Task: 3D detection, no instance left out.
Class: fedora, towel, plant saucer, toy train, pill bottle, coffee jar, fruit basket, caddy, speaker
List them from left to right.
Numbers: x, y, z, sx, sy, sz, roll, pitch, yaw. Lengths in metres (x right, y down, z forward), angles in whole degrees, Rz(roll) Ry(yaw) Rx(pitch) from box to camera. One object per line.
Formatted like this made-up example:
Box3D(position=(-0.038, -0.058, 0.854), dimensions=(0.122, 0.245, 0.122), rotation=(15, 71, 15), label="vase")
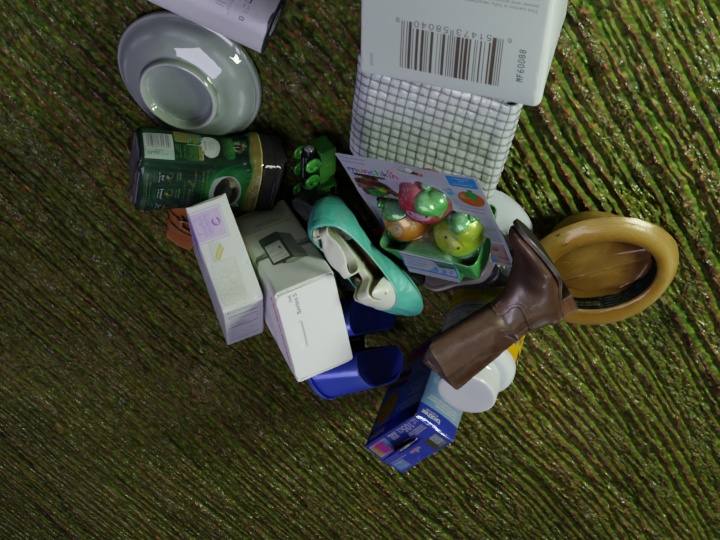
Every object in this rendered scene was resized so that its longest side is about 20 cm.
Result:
Box3D(position=(-0.227, -0.236, 1.572), dimensions=(0.198, 0.050, 0.201), rotation=(13, 139, 11), label="plant saucer")
Box3D(position=(-0.189, -0.332, 1.431), dimensions=(0.199, 0.082, 0.081), rotation=(24, 139, -2), label="speaker")
Box3D(position=(-0.198, -0.130, 1.593), dimensions=(0.198, 0.086, 0.105), rotation=(1, 137, -18), label="coffee jar")
Box3D(position=(-0.060, -0.100, 1.638), dimensions=(0.042, 0.056, 0.201), rotation=(50, 154, 29), label="toy train")
Box3D(position=(-0.022, 0.106, 1.745), dimensions=(0.104, 0.200, 0.143), rotation=(-12, 86, 25), label="caddy")
Box3D(position=(0.077, -0.065, 1.447), dimensions=(0.184, 0.094, 0.200), rotation=(13, 163, 27), label="fruit basket")
Box3D(position=(0.091, -0.190, 1.460), dimensions=(0.198, 0.086, 0.166), rotation=(17, 137, 8), label="towel")
Box3D(position=(0.163, 0.087, 1.629), dimensions=(0.108, 0.201, 0.110), rotation=(12, 139, 11), label="pill bottle")
Box3D(position=(0.295, -0.018, 1.537), dimensions=(0.198, 0.082, 0.202), rotation=(0, 136, 0), label="fedora")

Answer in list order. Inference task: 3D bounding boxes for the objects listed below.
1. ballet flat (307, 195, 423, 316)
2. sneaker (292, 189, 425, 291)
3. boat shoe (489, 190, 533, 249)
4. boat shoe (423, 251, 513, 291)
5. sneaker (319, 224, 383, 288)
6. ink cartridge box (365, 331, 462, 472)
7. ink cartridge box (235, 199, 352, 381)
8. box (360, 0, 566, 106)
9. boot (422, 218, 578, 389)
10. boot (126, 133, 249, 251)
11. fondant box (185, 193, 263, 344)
Box3D(position=(0.000, 0.000, 1.513), dimensions=(0.067, 0.071, 0.200), rotation=(-23, 115, 40), label="ballet flat")
Box3D(position=(-0.015, -0.023, 1.581), dimensions=(0.200, 0.076, 0.091), rotation=(40, 117, -2), label="sneaker")
Box3D(position=(0.127, -0.083, 1.578), dimensions=(0.199, 0.069, 0.057), rotation=(24, 172, -7), label="boat shoe")
Box3D(position=(0.141, 0.000, 1.608), dimensions=(0.062, 0.073, 0.200), rotation=(19, 173, -22), label="boat shoe")
Box3D(position=(0.000, -0.007, 1.680), dimensions=(0.199, 0.096, 0.079), rotation=(-19, 121, 37), label="sneaker")
Box3D(position=(0.088, 0.202, 1.784), dimensions=(0.076, 0.201, 0.136), rotation=(35, 137, -15), label="ink cartridge box")
Box3D(position=(-0.091, 0.024, 1.608), dimensions=(0.083, 0.200, 0.146), rotation=(-21, 127, -11), label="ink cartridge box")
Box3D(position=(0.114, -0.310, 1.252), dimensions=(0.197, 0.172, 0.201), rotation=(13, 137, 10), label="box")
Box3D(position=(0.147, 0.048, 1.461), dimensions=(0.199, 0.064, 0.187), rotation=(-31, 132, 7), label="boot")
Box3D(position=(-0.252, -0.099, 1.714), dimensions=(0.199, 0.074, 0.155), rotation=(31, 142, -6), label="boot")
Box3D(position=(-0.175, 0.003, 1.603), dimensions=(0.058, 0.145, 0.200), rotation=(-19, 167, -10), label="fondant box")
